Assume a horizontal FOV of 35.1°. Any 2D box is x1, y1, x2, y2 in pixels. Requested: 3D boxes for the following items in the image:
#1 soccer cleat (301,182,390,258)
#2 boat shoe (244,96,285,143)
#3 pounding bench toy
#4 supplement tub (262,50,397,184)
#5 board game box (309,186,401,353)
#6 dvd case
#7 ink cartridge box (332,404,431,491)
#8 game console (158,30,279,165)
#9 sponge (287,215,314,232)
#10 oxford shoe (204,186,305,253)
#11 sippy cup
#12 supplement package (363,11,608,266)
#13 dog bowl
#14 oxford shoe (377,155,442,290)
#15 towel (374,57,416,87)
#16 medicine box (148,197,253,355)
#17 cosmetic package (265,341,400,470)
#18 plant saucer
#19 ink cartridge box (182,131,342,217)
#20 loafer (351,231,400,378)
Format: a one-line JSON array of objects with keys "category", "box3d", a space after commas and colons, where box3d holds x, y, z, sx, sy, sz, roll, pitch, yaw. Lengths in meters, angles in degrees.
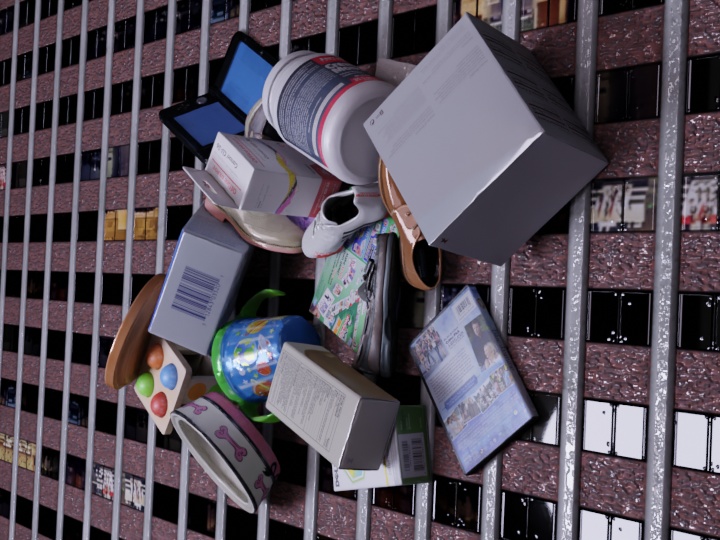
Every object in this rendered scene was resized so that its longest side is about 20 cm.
[{"category": "soccer cleat", "box3d": [-0.034, -0.071, 1.586, 0.199, 0.085, 0.069, -27, 67, 46]}, {"category": "boat shoe", "box3d": [-0.140, -0.189, 1.747, 0.074, 0.074, 0.201, 55, 137, 26]}, {"category": "pounding bench toy", "box3d": [-0.295, 0.159, 1.879, 0.200, 0.155, 0.125, 45, 121, 43]}, {"category": "supplement tub", "box3d": [-0.034, -0.212, 1.548, 0.200, 0.139, 0.142, 37, 115, 47]}, {"category": "board game box", "box3d": [0.000, 0.000, 1.628, 0.134, 0.029, 0.202, 38, 116, 44]}, {"category": "dvd case", "box3d": [0.139, 0.139, 1.454, 0.143, 0.017, 0.201, -49, 53, 38]}, {"category": "ink cartridge box", "box3d": [0.008, 0.248, 1.574, 0.199, 0.059, 0.105, -17, 74, 49]}, {"category": "game console", "box3d": [-0.225, -0.284, 1.864, 0.200, 0.175, 0.117, 43, 148, 44]}, {"category": "sponge", "box3d": [-0.082, -0.141, 1.738, 0.111, 0.030, 0.202, -24, 70, 48]}, {"category": "oxford shoe", "box3d": [-0.155, -0.090, 1.712, 0.199, 0.071, 0.074, 29, 121, 24]}, {"category": "sippy cup", "box3d": [-0.133, 0.126, 1.713, 0.130, 0.139, 0.179, -18, 102, 38]}, {"category": "supplement package", "box3d": [0.145, -0.150, 1.347, 0.191, 0.146, 0.201, -45, 54, 26]}, {"category": "dog bowl", "box3d": [-0.202, 0.273, 1.753, 0.200, 0.074, 0.201, 42, 157, 22]}, {"category": "oxford shoe", "box3d": [0.074, -0.071, 1.469, 0.071, 0.071, 0.202, -140, 34, -75]}, {"category": "towel", "box3d": [0.073, -0.211, 1.549, 0.199, 0.034, 0.134, 25, 106, 49]}, {"category": "medicine box", "box3d": [-0.236, 0.001, 1.785, 0.200, 0.102, 0.184, -75, 6, -69]}, {"category": "cosmetic package", "box3d": [-0.041, 0.181, 1.539, 0.200, 0.071, 0.106, 32, 107, 51]}, {"category": "plant saucer", "box3d": [-0.353, 0.102, 1.852, 0.032, 0.200, 0.202, 24, 111, 5]}, {"category": "ink cartridge box", "box3d": [-0.140, -0.137, 1.630, 0.116, 0.199, 0.068, 44, 120, 41]}, {"category": "loafer", "box3d": [0.018, 0.047, 1.541, 0.062, 0.072, 0.202, 4, 103, 13]}]
